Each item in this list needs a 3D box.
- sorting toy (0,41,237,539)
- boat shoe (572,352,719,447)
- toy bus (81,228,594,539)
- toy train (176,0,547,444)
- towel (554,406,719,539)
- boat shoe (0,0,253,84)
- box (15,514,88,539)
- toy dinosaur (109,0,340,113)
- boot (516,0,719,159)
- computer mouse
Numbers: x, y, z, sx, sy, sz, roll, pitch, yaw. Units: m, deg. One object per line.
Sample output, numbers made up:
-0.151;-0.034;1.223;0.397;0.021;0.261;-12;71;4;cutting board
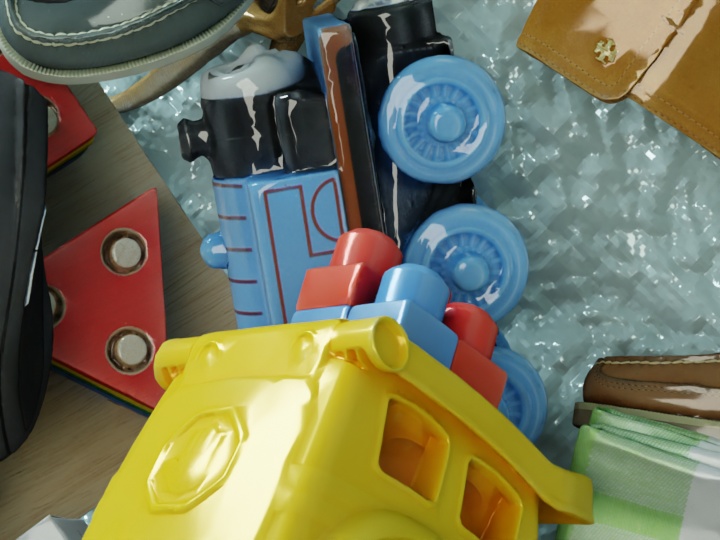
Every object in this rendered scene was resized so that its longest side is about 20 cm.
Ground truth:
-0.157;0.010;0.811;0.200;0.070;0.199;-34;93;-15;sorting toy
0.178;0.038;0.784;0.199;0.072;0.068;4;85;7;boat shoe
0.012;0.092;0.709;0.136;0.200;0.192;-9;51;42;toy bus
0.000;0.000;0.795;0.114;0.087;0.200;-11;102;-7;toy train
0.154;0.142;0.735;0.200;0.031;0.150;15;98;14;towel
-0.045;-0.135;0.776;0.200;0.062;0.073;-27;71;-4;boat shoe
-0.112;0.213;0.775;0.156;0.041;0.200;-36;75;4;box
-0.047;-0.105;0.862;0.200;0.060;0.106;-52;46;12;toy dinosaur
0.098;-0.143;0.803;0.201;0.071;0.144;40;96;8;boot
-0.170;-0.032;0.743;0.140;0.046;0.201;8;92;3;computer mouse
